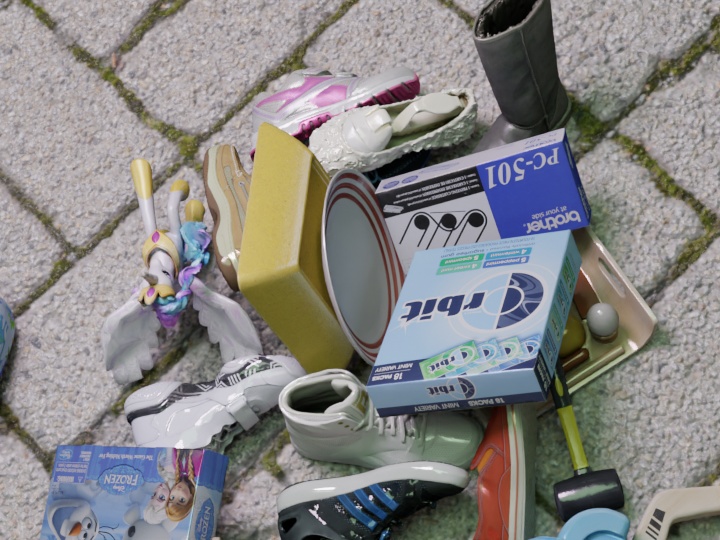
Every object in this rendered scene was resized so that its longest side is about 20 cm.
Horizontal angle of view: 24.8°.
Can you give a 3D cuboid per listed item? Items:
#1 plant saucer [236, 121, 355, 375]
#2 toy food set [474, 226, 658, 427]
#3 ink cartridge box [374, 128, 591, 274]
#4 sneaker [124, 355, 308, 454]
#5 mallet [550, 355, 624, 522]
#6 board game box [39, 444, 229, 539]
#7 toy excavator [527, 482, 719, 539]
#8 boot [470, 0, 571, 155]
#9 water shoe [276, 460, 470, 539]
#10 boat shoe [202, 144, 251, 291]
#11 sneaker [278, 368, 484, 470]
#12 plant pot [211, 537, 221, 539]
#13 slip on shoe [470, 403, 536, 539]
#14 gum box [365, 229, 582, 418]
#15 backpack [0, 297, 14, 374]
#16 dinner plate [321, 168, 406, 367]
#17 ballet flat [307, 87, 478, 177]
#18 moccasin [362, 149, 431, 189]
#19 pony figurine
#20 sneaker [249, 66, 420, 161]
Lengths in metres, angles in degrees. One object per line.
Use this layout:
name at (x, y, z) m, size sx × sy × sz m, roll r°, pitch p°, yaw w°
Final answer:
plant saucer at (-0.046, -0.016, 1.603) m, size 0.048 × 0.200 × 0.202 m, roll -11°, pitch 51°, yaw 22°
toy food set at (0.174, 0.053, 1.623) m, size 0.199 × 0.061 × 0.144 m, roll -32°, pitch 63°, yaw -5°
ink cartridge box at (0.124, -0.069, 1.649) m, size 0.198 × 0.095 × 0.044 m, roll -16°, pitch 19°, yaw 17°
sneaker at (-0.137, 0.160, 1.632) m, size 0.198 × 0.075 × 0.116 m, roll -15°, pitch 64°, yaw 10°
mallet at (0.187, 0.141, 1.563) m, size 0.065 × 0.041 × 0.202 m, roll -22°, pitch 81°, yaw 2°
board game box at (-0.227, 0.269, 1.561) m, size 0.198 × 0.043 × 0.201 m, roll -4°, pitch 71°, yaw 36°
toy excavator at (0.248, 0.256, 1.496) m, size 0.193 × 0.100 × 0.201 m, roll 19°, pitch 65°, yaw 10°
boot at (0.146, -0.176, 1.657) m, size 0.072 × 0.200 × 0.183 m, roll 29°, pitch 74°, yaw 23°
water shoe at (0.016, 0.234, 1.566) m, size 0.198 × 0.071 × 0.080 m, roll -13°, pitch 69°, yaw 22°
boat shoe at (-0.111, -0.062, 1.666) m, size 0.076 × 0.072 × 0.201 m, roll -23°, pitch 46°, yaw 8°
sneaker at (0.018, 0.148, 1.581) m, size 0.198 × 0.116 × 0.074 m, roll 2°, pitch 64°, yaw 11°
plant pot at (-0.035, 0.334, 1.476) m, size 0.181 × 0.201 × 0.202 m, roll -5°, pitch 64°, yaw -3°
slip on shoe at (0.133, 0.175, 1.548) m, size 0.061 × 0.074 × 0.202 m, roll 1°, pitch 89°, yaw 19°
gum box at (0.110, 0.049, 1.557) m, size 0.168 × 0.045 × 0.201 m, roll -8°, pitch 37°, yaw 26°
backpack at (-0.460, 0.080, 1.694) m, size 0.181 × 0.147 × 0.202 m, roll 14°, pitch 66°, yaw 15°
dinner plate at (0.000, 0.000, 1.611) m, size 0.024 × 0.200 × 0.202 m, roll -10°, pitch 63°, yaw 22°
ballet flat at (0.036, -0.152, 1.689) m, size 0.198 × 0.072 × 0.072 m, roll -18°, pitch 60°, yaw -23°
moccasin at (-0.016, -0.100, 1.729) m, size 0.199 × 0.068 × 0.081 m, roll -30°, pitch 63°, yaw -3°
pony figurine at (-0.192, 0.013, 1.664) m, size 0.165 × 0.194 × 0.201 m, roll -9°, pitch 45°, yaw 4°
sneaker at (-0.034, -0.185, 1.766) m, size 0.198 × 0.081 × 0.089 m, roll -19°, pitch 65°, yaw 2°
